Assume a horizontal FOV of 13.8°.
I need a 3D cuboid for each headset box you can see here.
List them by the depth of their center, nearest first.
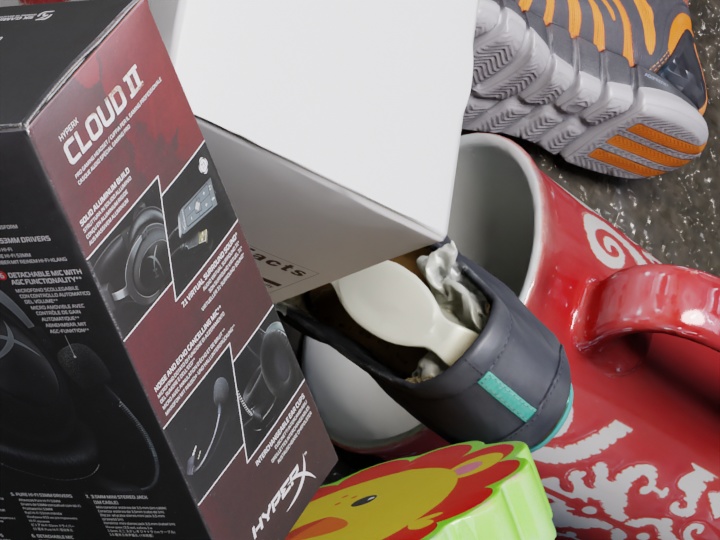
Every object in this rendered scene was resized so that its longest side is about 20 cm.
[{"bbox_3d":[-0.114,0.003,0.937,0.077,0.148,0.201,-53,131,-44],"label":"headset box"}]

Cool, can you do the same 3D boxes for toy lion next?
[{"bbox_3d":[-0.040,0.109,0.992,0.199,0.191,0.069,-26,101,-30],"label":"toy lion"}]

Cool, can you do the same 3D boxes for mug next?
[{"bbox_3d":[0.101,0.058,1.167,0.200,0.177,0.134,32,92,-33],"label":"mug"}]

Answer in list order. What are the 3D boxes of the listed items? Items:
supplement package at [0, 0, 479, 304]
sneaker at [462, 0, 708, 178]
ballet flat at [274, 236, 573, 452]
[{"bbox_3d":[-0.067,-0.061,1.037,0.119,0.200,0.122,25,61,-31],"label":"supplement package"},{"bbox_3d":[0.063,-0.118,1.253,0.199,0.077,0.113,22,55,-37],"label":"sneaker"},{"bbox_3d":[0.000,0.000,1.084,0.073,0.200,0.073,-20,127,-29],"label":"ballet flat"}]
